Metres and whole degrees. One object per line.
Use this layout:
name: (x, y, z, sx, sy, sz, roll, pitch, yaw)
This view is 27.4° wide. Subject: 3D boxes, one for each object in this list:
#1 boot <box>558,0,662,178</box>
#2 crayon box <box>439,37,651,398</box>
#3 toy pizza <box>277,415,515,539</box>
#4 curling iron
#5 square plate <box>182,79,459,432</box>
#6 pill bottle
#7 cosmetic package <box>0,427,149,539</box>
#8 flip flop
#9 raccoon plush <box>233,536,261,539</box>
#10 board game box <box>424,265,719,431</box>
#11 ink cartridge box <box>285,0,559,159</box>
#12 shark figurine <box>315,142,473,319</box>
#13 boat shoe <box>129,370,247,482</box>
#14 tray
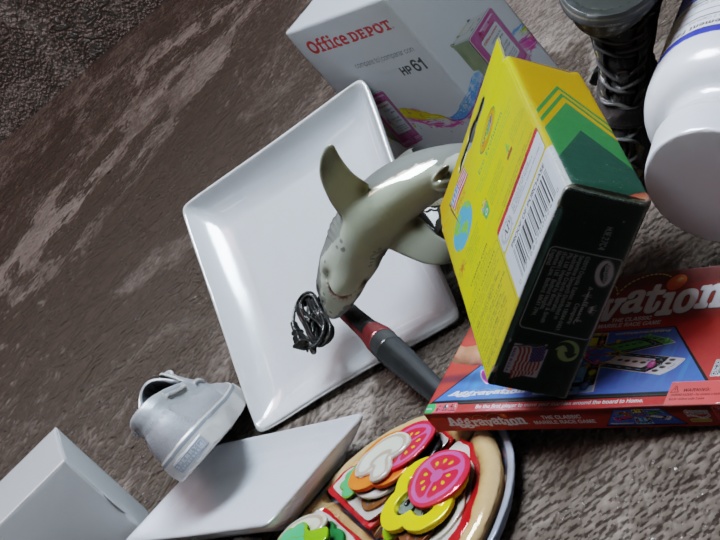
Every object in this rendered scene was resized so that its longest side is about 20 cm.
boot: (0.170, -0.127, 0.939, 0.069, 0.174, 0.200, 6, 29, 17)
crayon box: (0.098, -0.037, 0.846, 0.200, 0.051, 0.127, -101, 25, -58)
toy pizza: (0.006, 0.155, 0.865, 0.200, 0.032, 0.200, -37, 23, 19)
curling iron: (0.012, 0.059, 1.005, 0.200, 0.026, 0.050, 28, 95, 51)
square plate: (-0.032, -0.008, 1.107, 0.198, 0.028, 0.200, -32, 67, 29)
pill bottle: (0.230, -0.112, 0.861, 0.112, 0.112, 0.200, -23, 30, 43)
cosmetic package: (-0.258, 0.230, 1.101, 0.200, 0.108, 0.085, -44, 20, -5)
flip flop: (0.000, 0.000, 1.136, 0.200, 0.058, 0.081, -49, 60, 21)
raccoon plush: (-0.175, 0.204, 0.958, 0.200, 0.134, 0.097, -45, 21, -3)
board game box: (0.134, 0.044, 0.828, 0.200, 0.019, 0.103, -8, 39, 44)
ink cartridge box: (0.061, -0.144, 1.100, 0.085, 0.200, 0.144, -51, 22, -23)
shark figurine: (0.055, -0.061, 0.997, 0.214, 0.128, 0.090, -18, 25, 11)
boat shoe: (-0.136, 0.107, 1.109, 0.072, 0.069, 0.200, -47, 3, 8)
tray: (-0.079, 0.152, 1.018, 0.200, 0.022, 0.107, -19, 23, 52)
